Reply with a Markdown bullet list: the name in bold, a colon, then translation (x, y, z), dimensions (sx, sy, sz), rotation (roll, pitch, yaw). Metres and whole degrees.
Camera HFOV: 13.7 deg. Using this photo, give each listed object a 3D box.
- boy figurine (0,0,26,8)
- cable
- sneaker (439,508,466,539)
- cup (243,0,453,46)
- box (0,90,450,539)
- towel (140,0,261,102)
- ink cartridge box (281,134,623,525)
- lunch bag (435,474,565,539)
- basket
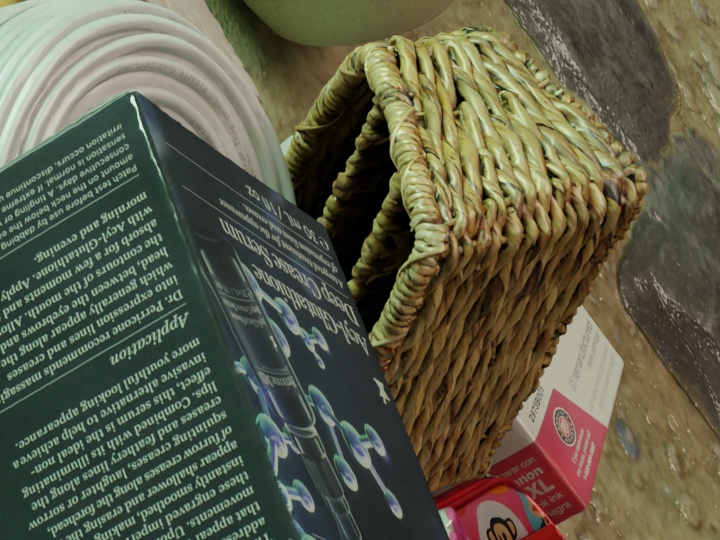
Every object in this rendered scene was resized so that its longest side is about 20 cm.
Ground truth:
- **boy figurine**: translation (-0.169, -0.105, 1.286), dimensions (0.200, 0.064, 0.124), rotation (48, 29, -22)
- **cable**: translation (-0.108, -0.010, 1.217), dimensions (0.200, 0.069, 0.200), rotation (-46, 125, -42)
- **sneaker**: translation (-0.011, 0.193, 1.221), dimensions (0.081, 0.088, 0.201), rotation (64, 34, -71)
- **cup**: translation (-0.010, -0.201, 1.554), dimensions (0.200, 0.200, 0.144), rotation (-66, 149, -59)
- **box**: translation (-0.057, 0.064, 1.056), dimensions (0.148, 0.107, 0.200), rotation (35, 29, -58)
- **towel**: translation (-0.138, -0.172, 1.363), dimensions (0.191, 0.032, 0.200), rotation (40, 15, -51)
- **ink cartridge box**: translation (0.035, 0.024, 1.490), dimensions (0.200, 0.084, 0.145), rotation (52, 27, -16)
- **lunch bag**: translation (0.041, 0.174, 1.363), dimensions (0.176, 0.082, 0.200), rotation (58, 28, 7)
- **basket**: translation (0.000, 0.000, 1.291), dimensions (0.149, 0.200, 0.143), rotation (-18, 55, -44)
